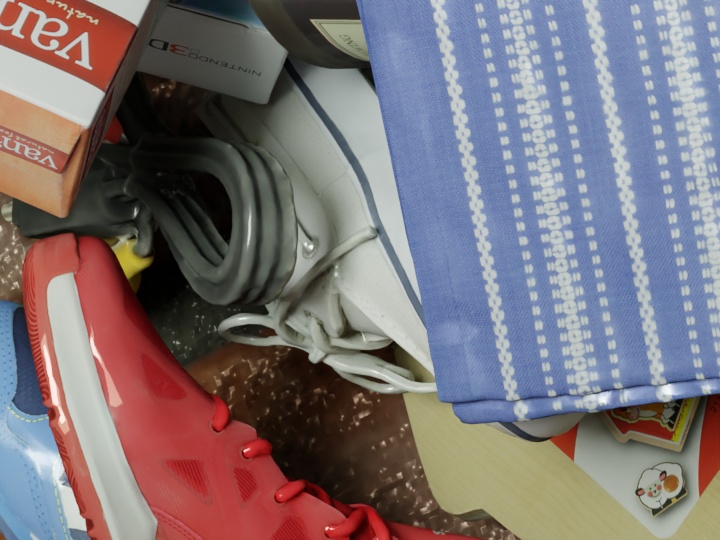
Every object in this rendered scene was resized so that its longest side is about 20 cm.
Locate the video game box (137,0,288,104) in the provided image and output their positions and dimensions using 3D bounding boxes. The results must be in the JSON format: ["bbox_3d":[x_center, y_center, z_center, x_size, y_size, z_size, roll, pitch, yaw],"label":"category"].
[{"bbox_3d":[-0.094,-0.165,0.921,0.181,0.047,0.201,13,60,-5],"label":"video game box"}]

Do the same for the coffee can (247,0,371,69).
[{"bbox_3d":[0.078,-0.128,0.822,0.199,0.146,0.148,3,82,30],"label":"coffee can"}]

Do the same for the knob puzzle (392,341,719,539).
[{"bbox_3d":[0.086,-0.007,0.889,0.219,0.030,0.221,-16,63,35],"label":"knob puzzle"}]

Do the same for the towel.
[{"bbox_3d":[0.092,-0.041,0.743,0.199,0.024,0.146,-8,98,30],"label":"towel"}]

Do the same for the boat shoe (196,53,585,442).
[{"bbox_3d":[-0.003,-0.002,0.891,0.086,0.074,0.202,-47,47,15],"label":"boat shoe"}]

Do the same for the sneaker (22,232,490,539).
[{"bbox_3d":[-0.019,0.071,0.858,0.115,0.078,0.201,-21,97,-6],"label":"sneaker"}]

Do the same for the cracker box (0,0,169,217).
[{"bbox_3d":[-0.103,-0.131,0.842,0.133,0.058,0.201,23,61,-2],"label":"cracker box"}]

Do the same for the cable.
[{"bbox_3d":[-0.058,-0.030,0.915,0.200,0.050,0.098,-2,80,59],"label":"cable"}]

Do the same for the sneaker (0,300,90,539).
[{"bbox_3d":[-0.057,0.079,0.935,0.082,0.074,0.200,-43,73,15],"label":"sneaker"}]
